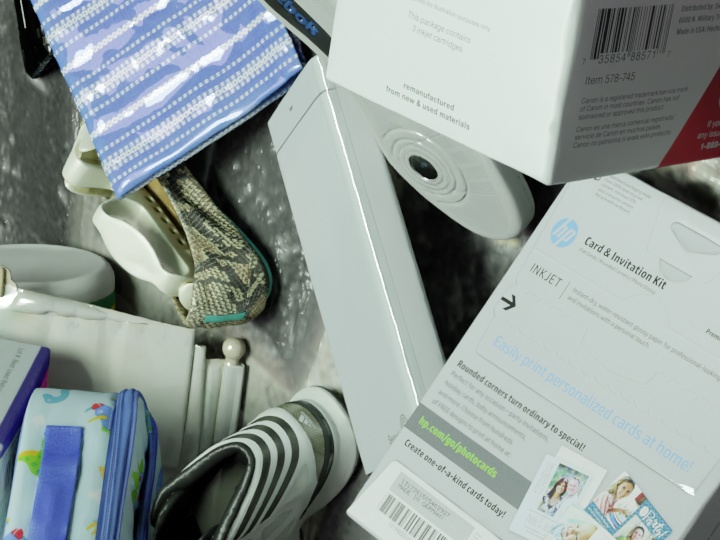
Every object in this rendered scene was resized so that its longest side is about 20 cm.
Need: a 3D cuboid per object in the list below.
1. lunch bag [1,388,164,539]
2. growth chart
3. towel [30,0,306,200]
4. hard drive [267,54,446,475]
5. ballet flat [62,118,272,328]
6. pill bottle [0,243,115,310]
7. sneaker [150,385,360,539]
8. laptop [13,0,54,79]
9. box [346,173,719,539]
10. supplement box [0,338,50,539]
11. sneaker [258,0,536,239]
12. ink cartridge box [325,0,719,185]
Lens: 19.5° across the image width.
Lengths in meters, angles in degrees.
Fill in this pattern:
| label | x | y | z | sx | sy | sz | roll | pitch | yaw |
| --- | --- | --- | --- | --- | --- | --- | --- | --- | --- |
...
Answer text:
| label | x | y | z | sx | sy | sz | roll | pitch | yaw |
| --- | --- | --- | --- | --- | --- | --- | --- | --- | --- |
| lunch bag | -0.153 | 0.173 | 1.144 | 0.161 | 0.082 | 0.201 | 86 | -174 | -50 |
| growth chart | -0.164 | 0.076 | 1.237 | 0.018 | 0.199 | 0.145 | -80 | 8 | -68 |
| towel | -0.123 | -0.162 | 1.181 | 0.144 | 0.024 | 0.201 | -31 | 75 | 22 |
| hard drive | 0.000 | 0.000 | 1.078 | 0.132 | 0.027 | 0.201 | 139 | 116 | -73 |
| ballet flat | -0.127 | -0.043 | 1.219 | 0.200 | 0.075 | 0.068 | 53 | 136 | 29 |
| pill bottle | -0.210 | 0.092 | 1.316 | 0.112 | 0.112 | 0.201 | 18 | 111 | 47 |
| sneaker | -0.085 | 0.152 | 1.173 | 0.076 | 0.115 | 0.201 | 46 | 130 | 26 |
| laptop | -0.160 | -0.221 | 1.273 | 0.200 | 0.103 | 0.178 | 171 | 90 | -76 |
| box | 0.105 | 0.066 | 0.915 | 0.156 | 0.041 | 0.201 | 33 | 90 | 41 |
| supplement box | -0.247 | 0.143 | 1.212 | 0.103 | 0.101 | 0.201 | 11 | 121 | 3 |
| sneaker | 0.040 | -0.121 | 1.010 | 0.200 | 0.112 | 0.073 | 49 | 150 | -16 |
| ink cartridge box | 0.094 | -0.159 | 0.877 | 0.144 | 0.145 | 0.201 | 30 | 119 | 43 |
